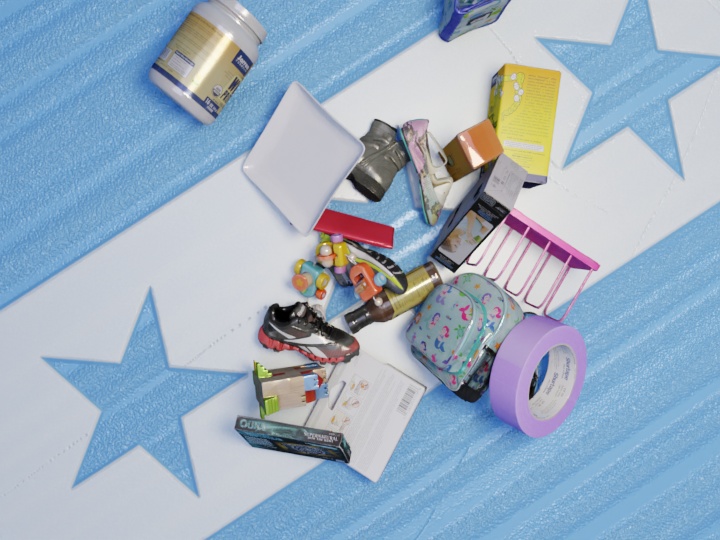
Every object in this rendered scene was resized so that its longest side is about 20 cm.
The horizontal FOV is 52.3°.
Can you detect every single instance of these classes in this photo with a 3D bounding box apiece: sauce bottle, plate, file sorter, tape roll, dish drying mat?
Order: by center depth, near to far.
[{"bbox_3d":[0.316,0.187,1.296,0.196,0.065,0.206,-14,113,-36],"label":"tape roll"},{"bbox_3d":[-0.102,-0.201,1.328,0.200,0.032,0.201,44,112,20],"label":"plate"},{"bbox_3d":[0.308,-0.012,1.354,0.197,0.139,0.127,32,91,-3],"label":"file sorter"},{"bbox_3d":[-0.032,-0.083,1.374,0.194,0.077,0.019,15,122,-3],"label":"dish drying mat"},{"bbox_3d":[0.062,0.055,1.384,0.196,0.065,0.066,-28,92,0],"label":"sauce bottle"}]

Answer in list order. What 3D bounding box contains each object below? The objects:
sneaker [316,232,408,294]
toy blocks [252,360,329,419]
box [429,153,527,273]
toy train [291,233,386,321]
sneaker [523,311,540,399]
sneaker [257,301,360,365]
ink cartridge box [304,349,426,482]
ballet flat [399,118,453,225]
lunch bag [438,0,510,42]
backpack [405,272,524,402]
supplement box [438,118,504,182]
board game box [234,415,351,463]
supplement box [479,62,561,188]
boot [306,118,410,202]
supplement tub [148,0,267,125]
[{"bbox_3d":[0.000,0.000,1.366,0.197,0.073,0.083,29,105,22],"label":"sneaker"},{"bbox_3d":[-0.119,0.208,1.325,0.133,0.200,0.103,-7,91,-13],"label":"toy blocks"},{"bbox_3d":[0.208,-0.099,1.306,0.059,0.201,0.118,33,49,-3],"label":"box"},{"bbox_3d":[-0.052,0.024,1.327,0.198,0.055,0.153,-29,87,38],"label":"toy train"},{"bbox_3d":[0.316,0.181,1.383,0.076,0.090,0.206,7,91,-2],"label":"sneaker"},{"bbox_3d":[-0.093,0.111,1.354,0.195,0.071,0.100,13,123,5],"label":"sneaker"},{"bbox_3d":[0.007,0.268,1.398,0.171,0.044,0.204,29,91,12],"label":"ink cartridge box"},{"bbox_3d":[0.131,-0.182,1.354,0.069,0.069,0.205,-13,109,16],"label":"ballet flat"},{"bbox_3d":[0.218,-0.519,1.321,0.126,0.170,0.202,38,89,-2],"label":"lunch bag"},{"bbox_3d":[0.191,0.106,1.325,0.201,0.177,0.150,-51,128,0],"label":"backpack"},{"bbox_3d":[0.194,-0.211,1.313,0.068,0.200,0.068,-28,92,-5],"label":"supplement box"},{"bbox_3d":[-0.119,0.307,1.328,0.194,0.136,0.029,7,64,10],"label":"board game box"},{"bbox_3d":[0.294,-0.264,1.361,0.106,0.109,0.206,7,91,-3],"label":"supplement box"},{"bbox_3d":[-0.002,-0.235,1.383,0.198,0.068,0.132,36,78,-3],"label":"boot"},{"bbox_3d":[-0.272,-0.383,1.317,0.143,0.144,0.202,36,90,-3],"label":"supplement tub"}]
